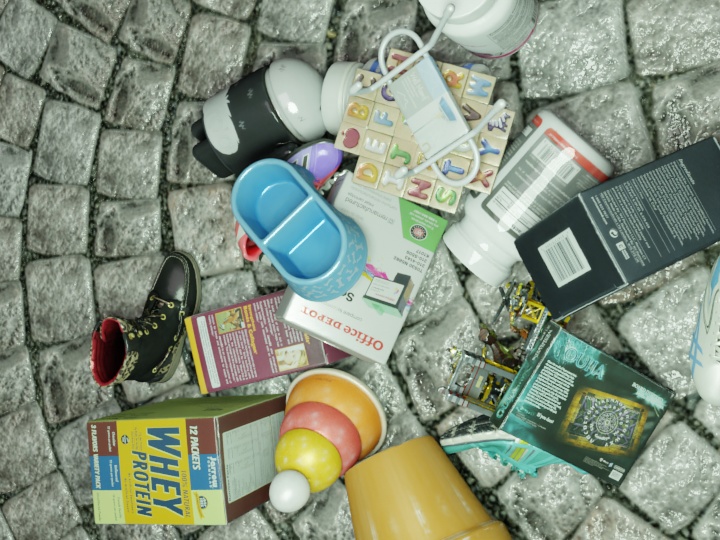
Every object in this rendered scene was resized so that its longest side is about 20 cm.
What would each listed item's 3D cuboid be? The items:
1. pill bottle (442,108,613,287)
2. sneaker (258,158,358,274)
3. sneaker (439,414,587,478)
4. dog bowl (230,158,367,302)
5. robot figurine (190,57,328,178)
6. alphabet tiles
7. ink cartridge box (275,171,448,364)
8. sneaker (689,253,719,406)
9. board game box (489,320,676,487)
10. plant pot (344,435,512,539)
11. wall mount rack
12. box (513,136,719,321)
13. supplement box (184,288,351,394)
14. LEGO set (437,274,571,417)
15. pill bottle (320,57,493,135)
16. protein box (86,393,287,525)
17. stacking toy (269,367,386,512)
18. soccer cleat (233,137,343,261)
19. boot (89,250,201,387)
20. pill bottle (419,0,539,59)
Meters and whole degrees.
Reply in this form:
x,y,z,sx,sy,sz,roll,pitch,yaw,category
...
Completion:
x,y,z,sx,sy,sz,roll,pitch,yaw,category
0.198,-0.085,1.135,0.116,0.116,0.200,45,106,15,pill bottle
-0.043,-0.058,1.261,0.090,0.066,0.200,45,104,6,sneaker
0.195,0.222,1.169,0.199,0.077,0.080,-3,99,22,sneaker
-0.079,-0.054,1.116,0.111,0.050,0.200,-43,67,4,dog bowl
-0.130,-0.200,1.260,0.199,0.125,0.151,-26,92,20,robot figurine
0.074,-0.166,1.112,0.199,0.006,0.167,18,95,13,alphabet tiles
0.000,0.000,1.179,0.144,0.084,0.201,25,84,-11,ink cartridge box
0.422,0.059,1.074,0.072,0.072,0.201,12,97,19,sneaker
0.261,0.158,1.088,0.200,0.028,0.136,29,95,-25,board game box
0.071,0.314,1.162,0.200,0.200,0.184,-31,69,19,plant pot
0.082,-0.195,1.048,0.174,0.074,0.201,-32,83,36,wall mount rack
0.298,-0.044,1.030,0.199,0.148,0.107,-23,81,-23,box
-0.127,0.092,1.283,0.199,0.086,0.111,-15,86,21,supplement box
0.162,0.088,1.131,0.115,0.154,0.201,22,107,-3,LEGO set
0.059,-0.210,1.188,0.199,0.114,0.114,9,94,21,pill bottle
-0.222,0.250,1.263,0.198,0.200,0.136,-6,89,21,protein box
-0.064,0.231,1.188,0.146,0.200,0.147,12,122,19,stacking toy
-0.090,-0.089,1.202,0.200,0.068,0.073,-39,45,30,soccer cleat
-0.301,0.071,1.317,0.073,0.150,0.201,22,99,20,boot
0.137,-0.323,1.107,0.113,0.200,0.114,0,91,22,pill bottle
